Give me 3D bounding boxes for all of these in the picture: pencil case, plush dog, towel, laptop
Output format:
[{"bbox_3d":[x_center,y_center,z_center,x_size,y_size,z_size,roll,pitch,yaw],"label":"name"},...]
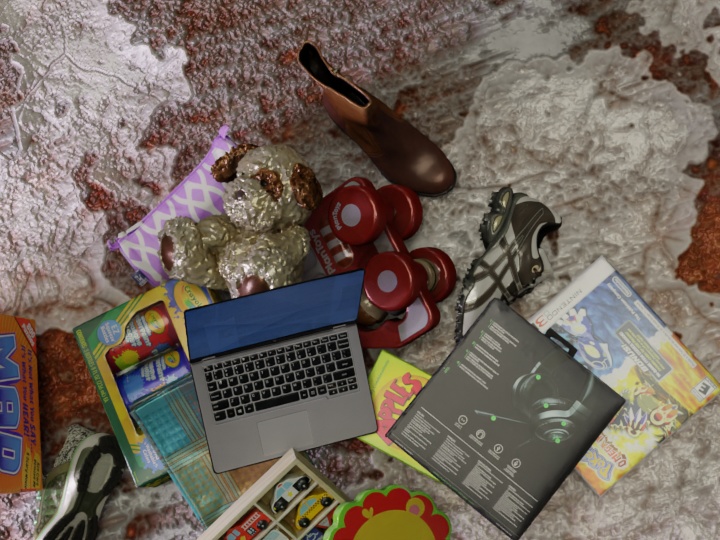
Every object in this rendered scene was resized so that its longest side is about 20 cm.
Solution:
[{"bbox_3d":[-0.200,-0.070,1.460,0.200,0.084,0.086,-45,110,-4],"label":"pencil case"},{"bbox_3d":[-0.102,-0.052,1.369,0.200,0.160,0.173,21,100,40],"label":"plush dog"},{"bbox_3d":[-0.142,0.198,1.376,0.146,0.022,0.201,-29,100,4],"label":"towel"},{"bbox_3d":[-0.077,0.108,1.300,0.186,0.116,0.201,-13,99,-11],"label":"laptop"}]

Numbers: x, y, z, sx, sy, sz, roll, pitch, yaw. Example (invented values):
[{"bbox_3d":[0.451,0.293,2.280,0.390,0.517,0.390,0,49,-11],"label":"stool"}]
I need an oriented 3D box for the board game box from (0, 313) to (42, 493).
[{"bbox_3d":[-0.496,0.155,1.389,0.199,0.200,0.201,-9,80,20],"label":"board game box"}]

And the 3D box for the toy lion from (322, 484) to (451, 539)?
[{"bbox_3d":[0.025,0.339,1.340,0.200,0.069,0.192,-39,91,-15],"label":"toy lion"}]

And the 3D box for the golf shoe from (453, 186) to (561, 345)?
[{"bbox_3d":[0.164,0.010,1.402,0.094,0.078,0.201,18,85,10],"label":"golf shoe"}]

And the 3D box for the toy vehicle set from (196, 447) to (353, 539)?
[{"bbox_3d":[-0.101,0.304,1.374,0.200,0.027,0.124,-45,112,5],"label":"toy vehicle set"}]

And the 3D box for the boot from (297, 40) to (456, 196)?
[{"bbox_3d":[0.024,-0.166,1.386,0.068,0.200,0.188,-43,78,-1],"label":"boot"}]

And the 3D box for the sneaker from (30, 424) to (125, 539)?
[{"bbox_3d":[-0.344,0.267,1.449,0.088,0.077,0.201,26,86,42],"label":"sneaker"}]

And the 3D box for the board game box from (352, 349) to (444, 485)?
[{"bbox_3d":[0.091,0.180,1.399,0.199,0.048,0.102,27,86,11],"label":"board game box"}]

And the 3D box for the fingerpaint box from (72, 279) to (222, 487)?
[{"bbox_3d":[-0.212,0.123,1.437,0.166,0.073,0.201,-25,79,3],"label":"fingerpaint box"}]

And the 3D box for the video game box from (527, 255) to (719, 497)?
[{"bbox_3d":[0.265,0.116,1.387,0.182,0.047,0.200,-42,78,2],"label":"video game box"}]

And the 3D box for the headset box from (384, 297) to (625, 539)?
[{"bbox_3d":[0.153,0.149,1.317,0.174,0.093,0.200,38,87,5],"label":"headset box"}]

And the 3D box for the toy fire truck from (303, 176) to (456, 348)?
[{"bbox_3d":[0.000,0.000,1.423,0.168,0.112,0.201,-33,78,28],"label":"toy fire truck"}]
